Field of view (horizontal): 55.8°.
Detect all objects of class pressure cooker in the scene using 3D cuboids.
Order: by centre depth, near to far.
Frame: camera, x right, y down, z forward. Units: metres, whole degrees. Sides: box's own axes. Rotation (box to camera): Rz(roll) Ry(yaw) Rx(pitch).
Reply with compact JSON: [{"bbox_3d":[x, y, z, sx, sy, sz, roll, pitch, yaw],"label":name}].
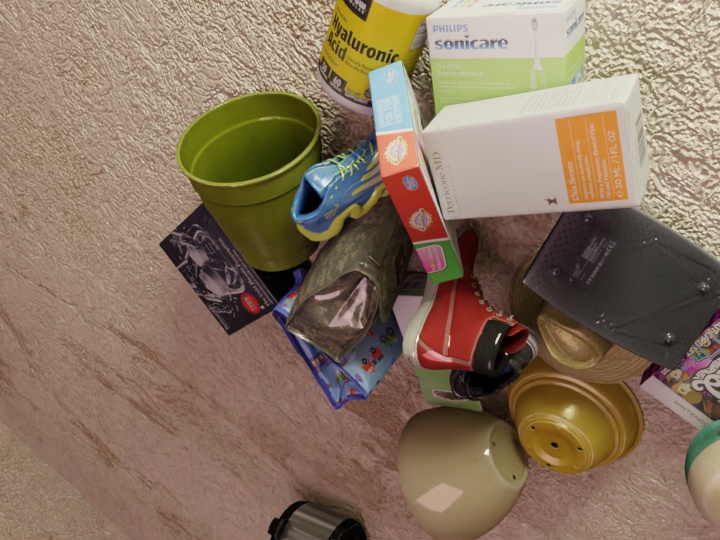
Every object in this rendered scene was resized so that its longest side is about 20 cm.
[{"bbox_3d":[-0.104,0.600,1.472,0.196,0.177,0.180,9,107,33],"label":"pressure cooker"}]

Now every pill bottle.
[{"bbox_3d":[0.027,-0.283,0.742,0.110,0.111,0.202,35,136,10],"label":"pill bottle"}]

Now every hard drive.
[{"bbox_3d":[0.289,0.006,0.744,0.197,0.042,0.137,29,104,-2],"label":"hard drive"}]

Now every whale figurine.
[{"bbox_3d":[0.461,0.210,0.750,0.197,0.104,0.161,-23,111,18],"label":"whale figurine"}]

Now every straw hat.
[{"bbox_3d":[0.259,0.070,0.823,0.198,0.085,0.205,17,122,28],"label":"straw hat"}]

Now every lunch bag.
[{"bbox_3d":[0.000,0.000,0.926,0.116,0.166,0.200,31,140,-9],"label":"lunch bag"},{"bbox_3d":[-0.035,0.078,1.032,0.201,0.151,0.094,52,139,-7],"label":"lunch bag"}]

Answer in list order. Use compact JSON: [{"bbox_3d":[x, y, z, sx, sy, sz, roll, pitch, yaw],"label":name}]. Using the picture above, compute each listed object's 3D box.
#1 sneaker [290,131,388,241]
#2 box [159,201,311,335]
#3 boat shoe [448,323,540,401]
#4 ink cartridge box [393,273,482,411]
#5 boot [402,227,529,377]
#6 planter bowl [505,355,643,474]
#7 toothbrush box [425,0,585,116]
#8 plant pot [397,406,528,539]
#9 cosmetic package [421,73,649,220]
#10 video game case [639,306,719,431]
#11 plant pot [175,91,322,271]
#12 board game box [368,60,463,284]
[{"bbox_3d":[-0.010,-0.115,0.844,0.200,0.105,0.076,-47,74,11],"label":"sneaker"},{"bbox_3d":[-0.207,-0.020,1.130,0.181,0.104,0.202,-28,102,48],"label":"box"},{"bbox_3d":[0.160,0.136,0.882,0.070,0.066,0.200,44,148,1],"label":"boat shoe"},{"bbox_3d":[0.123,0.104,0.996,0.102,0.059,0.203,0,121,37],"label":"ink cartridge box"},{"bbox_3d":[0.148,0.035,0.831,0.142,0.203,0.073,1,145,35],"label":"boot"},{"bbox_3d":[0.279,0.217,0.941,0.197,0.083,0.204,22,133,25],"label":"planter bowl"},{"bbox_3d":[0.160,-0.183,0.730,0.143,0.086,0.204,9,127,30],"label":"toothbrush box"},{"bbox_3d":[0.169,0.289,1.006,0.134,0.200,0.202,-32,100,40],"label":"plant pot"},{"bbox_3d":[0.169,-0.115,0.662,0.196,0.071,0.103,-2,121,34],"label":"cosmetic package"},{"bbox_3d":[0.452,0.127,0.770,0.180,0.036,0.201,37,137,8],"label":"video game case"},{"bbox_3d":[-0.132,-0.111,0.958,0.197,0.202,0.195,17,143,27],"label":"plant pot"},{"bbox_3d":[0.065,-0.104,0.761,0.039,0.156,0.201,-15,143,14],"label":"board game box"}]
